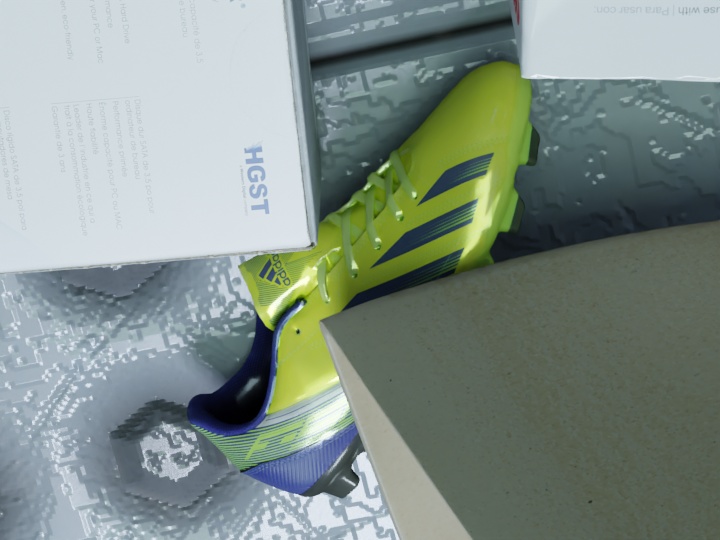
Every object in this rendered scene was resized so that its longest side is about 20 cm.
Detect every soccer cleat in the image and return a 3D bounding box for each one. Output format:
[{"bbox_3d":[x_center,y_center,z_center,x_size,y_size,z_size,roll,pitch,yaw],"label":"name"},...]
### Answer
[{"bbox_3d":[0.000,0.001,0.987,0.084,0.065,0.200,26,112,-10],"label":"soccer cleat"}]

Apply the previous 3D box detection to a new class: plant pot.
[{"bbox_3d":[0.124,0.097,0.947,0.177,0.200,0.200,-29,136,-9],"label":"plant pot"}]

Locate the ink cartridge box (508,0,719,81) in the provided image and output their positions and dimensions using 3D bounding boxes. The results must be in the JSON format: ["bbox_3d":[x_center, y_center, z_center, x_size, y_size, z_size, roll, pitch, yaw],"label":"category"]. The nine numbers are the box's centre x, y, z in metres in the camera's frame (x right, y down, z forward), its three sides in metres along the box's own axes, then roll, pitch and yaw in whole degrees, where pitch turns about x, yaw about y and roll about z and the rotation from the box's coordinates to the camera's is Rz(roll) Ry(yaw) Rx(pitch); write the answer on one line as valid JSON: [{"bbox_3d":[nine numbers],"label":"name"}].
[{"bbox_3d":[0.093,-0.179,0.860,0.087,0.145,0.200,-1,115,1],"label":"ink cartridge box"}]

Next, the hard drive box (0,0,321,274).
[{"bbox_3d":[-0.120,-0.083,0.942,0.200,0.077,0.156,-4,115,3],"label":"hard drive box"}]
